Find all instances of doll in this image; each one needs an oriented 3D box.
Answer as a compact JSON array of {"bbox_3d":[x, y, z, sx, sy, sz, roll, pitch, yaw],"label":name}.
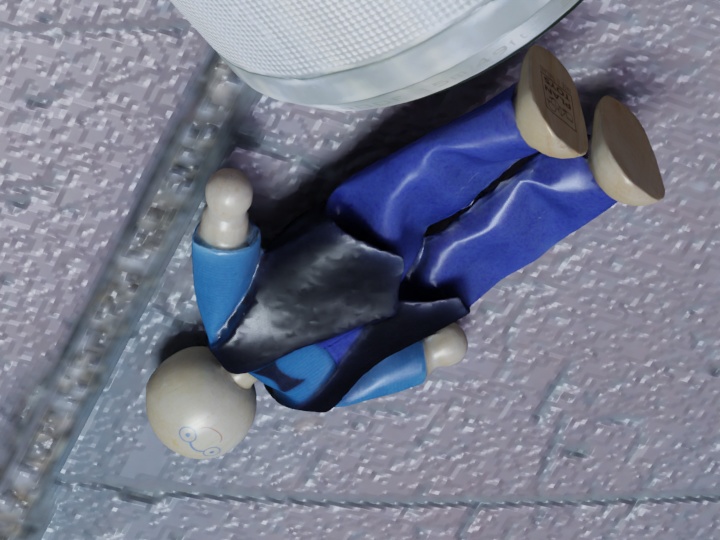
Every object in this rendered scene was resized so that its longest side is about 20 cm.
[{"bbox_3d":[0.000,0.000,0.930,0.200,0.049,0.136,-36,135,27],"label":"doll"}]

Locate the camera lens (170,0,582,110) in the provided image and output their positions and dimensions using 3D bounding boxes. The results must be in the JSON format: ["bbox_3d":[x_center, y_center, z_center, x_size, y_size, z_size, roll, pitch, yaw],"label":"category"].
[{"bbox_3d":[-0.018,-0.154,0.728,0.159,0.161,0.200,-31,127,16],"label":"camera lens"}]
